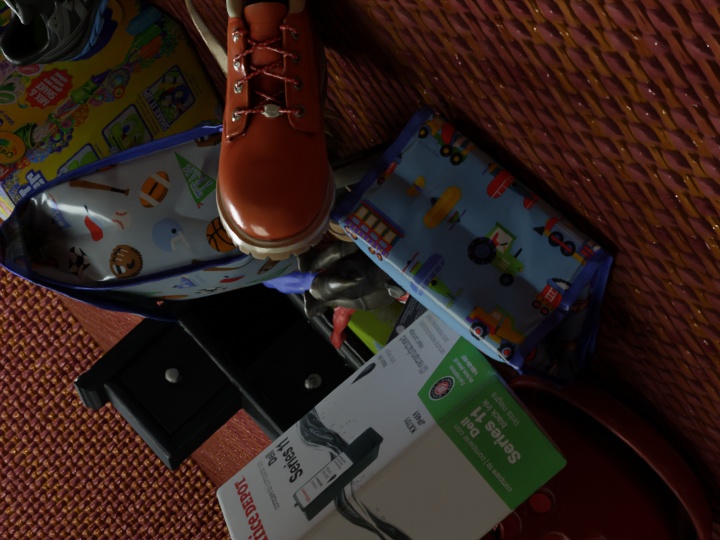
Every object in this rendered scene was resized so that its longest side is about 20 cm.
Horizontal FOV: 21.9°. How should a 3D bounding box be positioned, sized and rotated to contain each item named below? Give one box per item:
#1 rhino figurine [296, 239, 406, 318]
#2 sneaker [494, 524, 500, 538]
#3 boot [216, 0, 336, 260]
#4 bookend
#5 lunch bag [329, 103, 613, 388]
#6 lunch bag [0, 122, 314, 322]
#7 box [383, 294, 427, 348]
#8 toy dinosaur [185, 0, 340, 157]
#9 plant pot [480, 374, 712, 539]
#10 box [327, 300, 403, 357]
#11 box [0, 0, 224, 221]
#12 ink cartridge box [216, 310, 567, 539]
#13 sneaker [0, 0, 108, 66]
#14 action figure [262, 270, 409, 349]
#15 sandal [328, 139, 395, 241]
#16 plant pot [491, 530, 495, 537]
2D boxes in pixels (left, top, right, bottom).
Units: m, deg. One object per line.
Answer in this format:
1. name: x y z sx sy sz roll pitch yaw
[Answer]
1. rhino figurine: 0.000 0.000 1.326 0.200 0.086 0.061 -40 -61 -87
2. sneaker: 0.139 0.219 1.535 0.075 0.085 0.200 45 179 4
3. boot: -0.057 -0.104 1.134 0.108 0.074 0.202 82 -176 -52
4. bookend: -0.101 0.107 1.562 0.199 0.200 0.092 47 168 8
5. lunch bag: 0.079 0.005 1.186 0.150 0.094 0.200 40 174 17
6. lunch bag: -0.153 -0.028 1.395 0.170 0.198 0.125 15 -117 -75
7. box: 0.026 0.098 1.342 0.034 0.201 0.110 22 160 12
8. toy dinosaur: -0.074 -0.119 1.331 0.201 0.060 0.106 54 166 -26
9. plant pot: 0.125 0.180 1.281 0.200 0.183 0.201 38 164 13
10. box: 0.045 0.081 1.551 0.200 0.048 0.122 37 163 40
11. box: -0.253 -0.142 1.529 0.199 0.193 0.122 36 163 36
12. ink cartridge box: 0.014 0.132 1.174 0.083 0.200 0.147 49 -179 -21
13. sneaker: -0.223 -0.222 1.374 0.071 0.082 0.200 46 140 18
14. action figure: -0.028 0.019 1.488 0.198 0.065 0.099 8 140 35
15. sandal: -0.002 -0.045 1.257 0.200 0.081 0.055 120 127 -79
16. plant pot: 0.016 0.185 1.465 0.198 0.136 0.200 6 166 2
